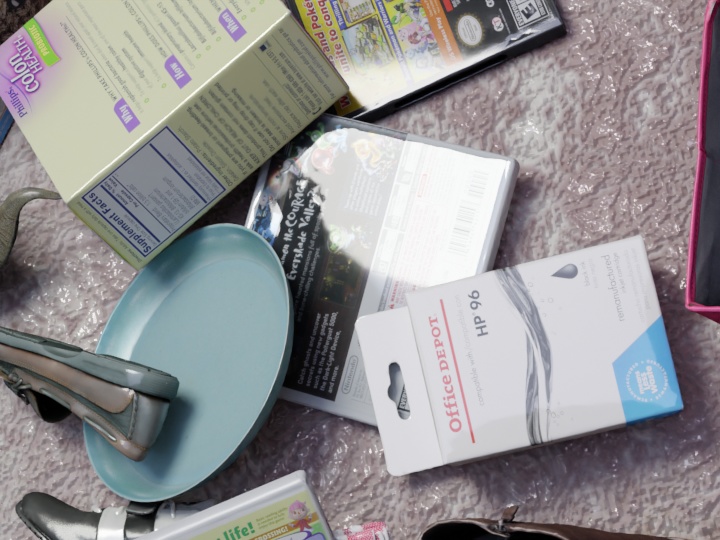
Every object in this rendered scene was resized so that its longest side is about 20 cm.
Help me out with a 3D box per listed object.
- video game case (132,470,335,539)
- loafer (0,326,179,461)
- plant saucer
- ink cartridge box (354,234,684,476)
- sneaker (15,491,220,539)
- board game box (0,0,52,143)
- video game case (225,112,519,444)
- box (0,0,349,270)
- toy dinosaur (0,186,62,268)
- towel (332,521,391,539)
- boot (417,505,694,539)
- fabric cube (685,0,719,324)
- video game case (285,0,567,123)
[{"bbox_3d":[-0.091,0.245,1.162,0.198,0.022,0.183,-23,100,4],"label":"video game case"},{"bbox_3d":[-0.207,0.082,1.272,0.199,0.072,0.064,11,85,44],"label":"loafer"},{"bbox_3d":[-0.114,0.065,1.258,0.199,0.027,0.202,-24,52,35],"label":"plant saucer"},{"bbox_3d":[0.099,0.059,1.196,0.198,0.068,0.117,-14,83,5],"label":"ink cartridge box"},{"bbox_3d":[-0.137,0.186,1.251,0.199,0.074,0.089,26,82,9],"label":"sneaker"},{"bbox_3d":[-0.315,-0.186,1.329,0.096,0.200,0.161,24,84,19],"label":"board game box"},{"bbox_3d":[0.000,0.000,1.275,0.180,0.023,0.202,15,87,19],"label":"video game case"},{"bbox_3d":[-0.140,-0.137,1.297,0.200,0.097,0.176,-40,50,2],"label":"box"},{"bbox_3d":[-0.296,-0.024,1.320,0.198,0.077,0.103,-5,86,9],"label":"toy dinosaur"},{"bbox_3d":[-0.065,0.249,1.188,0.198,0.030,0.148,-12,100,1],"label":"towel"},{"bbox_3d":[0.143,0.187,1.116,0.198,0.166,0.073,2,76,16],"label":"boot"},{"bbox_3d":[0.327,-0.050,1.081,0.195,0.199,0.202,-4,73,38],"label":"fabric cube"},{"bbox_3d":[0.031,-0.223,1.334,0.179,0.025,0.202,-23,72,9],"label":"video game case"}]
